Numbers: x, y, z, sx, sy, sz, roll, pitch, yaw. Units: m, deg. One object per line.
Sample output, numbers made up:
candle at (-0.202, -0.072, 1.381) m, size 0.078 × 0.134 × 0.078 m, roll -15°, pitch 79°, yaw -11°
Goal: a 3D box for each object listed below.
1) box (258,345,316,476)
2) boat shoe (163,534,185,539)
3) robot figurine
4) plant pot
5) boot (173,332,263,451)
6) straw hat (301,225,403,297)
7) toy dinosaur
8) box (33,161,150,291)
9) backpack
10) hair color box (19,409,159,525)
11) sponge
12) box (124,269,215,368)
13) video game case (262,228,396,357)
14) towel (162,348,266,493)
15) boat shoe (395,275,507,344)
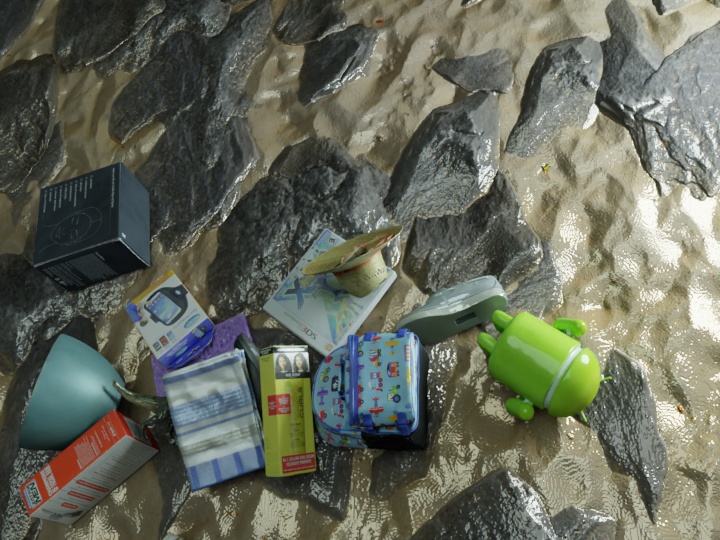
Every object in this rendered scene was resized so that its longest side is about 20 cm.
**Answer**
box at (-0.120, 0.228, 1.048) m, size 0.050 × 0.074 × 0.205 m, roll -18°, pitch 71°, yaw 48°
boat shoe at (-0.355, 0.503, 1.009) m, size 0.068 × 0.075 × 0.202 m, roll 27°, pitch 74°, yaw 20°
robot figurine at (0.278, 0.144, 0.987) m, size 0.198 × 0.116 × 0.177 m, roll 31°, pitch 81°, yaw 27°
plant pot at (-0.503, 0.232, 1.145) m, size 0.132 × 0.200 × 0.204 m, roll 19°, pitch 65°, yaw -15°
boot at (-0.236, 0.232, 1.106) m, size 0.199 × 0.066 × 0.166 m, roll -37°, pitch 76°, yaw -2°
straw hat at (0.000, 0.000, 1.131) m, size 0.198 × 0.201 × 0.086 m, roll -25°, pitch 103°, yaw 3°
toy dinosaur at (-0.344, 0.256, 1.124) m, size 0.196 × 0.047 × 0.090 m, roll 14°, pitch 74°, yaw -16°
box at (-0.559, -0.092, 1.347) m, size 0.193 × 0.124 × 0.204 m, roll -17°, pitch 59°, yaw 9°
backpack at (0.006, 0.192, 1.033) m, size 0.195 × 0.135 × 0.186 m, roll -4°, pitch 61°, yaw 17°
hair color box at (-0.464, 0.341, 1.104) m, size 0.199 × 0.111 × 0.064 m, roll -40°, pitch 59°, yaw -8°
sponge at (-0.289, 0.171, 1.189) m, size 0.197 × 0.030 × 0.113 m, roll -24°, pitch 60°, yaw 2°
box at (-0.361, 0.095, 1.218) m, size 0.119 × 0.042 × 0.199 m, roll -40°, pitch 47°, yaw -12°
video game case at (-0.059, 0.040, 1.193) m, size 0.181 × 0.022 × 0.201 m, roll 32°, pitch 75°, yaw 27°
towel at (-0.238, 0.246, 1.058) m, size 0.144 × 0.024 × 0.204 m, roll -16°, pitch 83°, yaw -2°
boat shoe at (0.152, 0.065, 1.102) m, size 0.197 × 0.071 × 0.072 m, roll -20°, pitch 40°, yaw 7°
